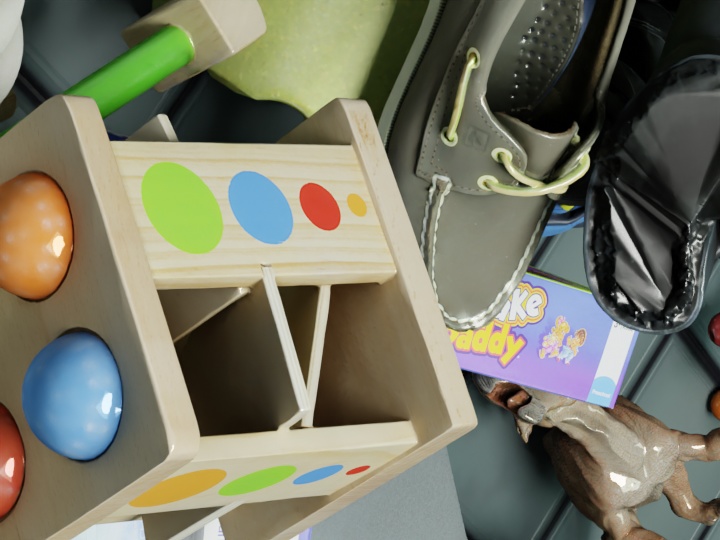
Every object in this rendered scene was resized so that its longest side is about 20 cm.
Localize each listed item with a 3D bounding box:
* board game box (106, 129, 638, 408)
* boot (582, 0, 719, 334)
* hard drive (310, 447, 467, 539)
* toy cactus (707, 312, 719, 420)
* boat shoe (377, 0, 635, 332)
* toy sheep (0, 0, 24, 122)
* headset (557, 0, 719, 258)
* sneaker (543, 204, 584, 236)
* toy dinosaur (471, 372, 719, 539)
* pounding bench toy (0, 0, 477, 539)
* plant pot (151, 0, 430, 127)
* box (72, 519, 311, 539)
[{"bbox_3d":[0.000,0.000,1.092,0.199,0.134,0.045,16,94,-42],"label":"board game box"},{"bbox_3d":[0.146,-0.079,1.017,0.168,0.076,0.201,-45,158,-78],"label":"boot"},{"bbox_3d":[-0.013,0.133,1.179,0.200,0.033,0.140,-55,140,-48],"label":"hard drive"},{"bbox_3d":[0.246,0.004,1.430,0.199,0.102,0.166,-17,99,-39],"label":"toy cactus"},{"bbox_3d":[0.055,-0.063,0.967,0.072,0.060,0.203,-2,118,-31],"label":"boat shoe"},{"bbox_3d":[-0.174,-0.082,0.900,0.138,0.138,0.201,-23,144,-40],"label":"toy sheep"},{"bbox_3d":[0.117,-0.083,1.158,0.123,0.200,0.094,-32,160,-40],"label":"headset"},{"bbox_3d":[0.101,-0.044,1.248,0.199,0.078,0.066,-6,108,-47],"label":"sneaker"},{"bbox_3d":[0.116,0.083,1.308,0.086,0.135,0.200,-51,165,-17],"label":"toy dinosaur"},{"bbox_3d":[-0.083,-0.010,0.913,0.155,0.124,0.201,-1,65,-45],"label":"pounding bench toy"},{"bbox_3d":[0.017,-0.138,1.053,0.200,0.200,0.185,27,96,-49],"label":"plant pot"},{"bbox_3d":[-0.096,0.106,1.004,0.199,0.041,0.120,2,101,-32],"label":"box"}]
